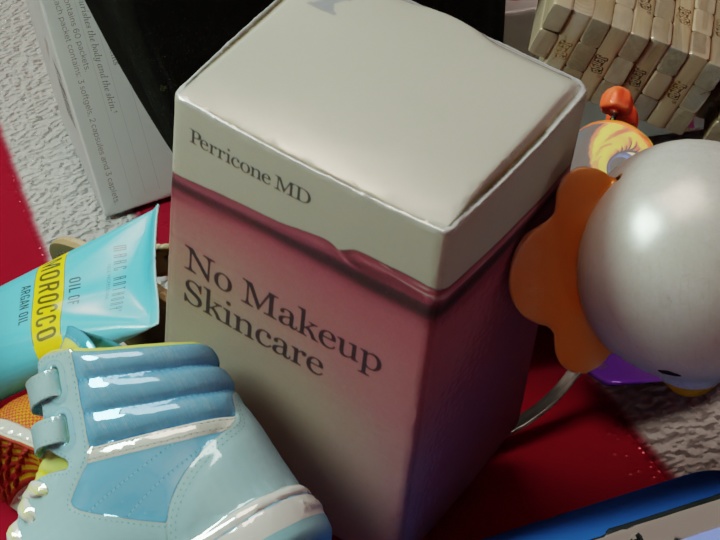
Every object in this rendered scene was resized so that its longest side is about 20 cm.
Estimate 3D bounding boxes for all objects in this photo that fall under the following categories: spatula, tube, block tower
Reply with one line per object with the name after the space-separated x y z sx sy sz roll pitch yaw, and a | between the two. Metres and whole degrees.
0.069 0.066 1.021 0.200 0.021 0.057 -21 19 -9 | spatula
-0.176 0.037 1.082 0.200 0.050 0.078 -26 47 21 | tube
0.181 -0.097 1.113 0.200 0.054 0.058 21 49 -7 | block tower

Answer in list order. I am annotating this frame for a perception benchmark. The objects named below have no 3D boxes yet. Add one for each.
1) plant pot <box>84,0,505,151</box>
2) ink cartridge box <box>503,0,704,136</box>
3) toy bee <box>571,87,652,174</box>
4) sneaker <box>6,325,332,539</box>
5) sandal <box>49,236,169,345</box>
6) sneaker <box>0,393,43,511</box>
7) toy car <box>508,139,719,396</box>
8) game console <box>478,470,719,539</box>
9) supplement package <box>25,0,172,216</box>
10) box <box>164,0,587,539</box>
-0.033 -0.124 1.166 0.199 0.178 0.200 -20 29 -10 | plant pot
0.150 -0.133 1.226 0.200 0.088 0.145 -9 24 -7 | ink cartridge box
0.104 -0.027 1.074 0.200 0.131 0.109 0 65 -8 | toy bee
-0.121 0.099 0.904 0.200 0.131 0.080 -29 -14 7 | sneaker
-0.059 0.019 1.096 0.070 0.078 0.212 -43 47 -21 | sandal
-0.099 0.088 1.004 0.077 0.073 0.200 -31 35 -26 | sneaker
0.156 0.013 0.893 0.200 0.177 0.184 -3 20 -5 | toy car
0.081 0.156 0.869 0.200 0.118 0.171 -17 61 -5 | game console
-0.089 -0.155 1.335 0.200 0.152 0.151 -19 30 -8 | supplement package
0.000 0.000 0.919 0.128 0.200 0.109 27 48 20 | box
